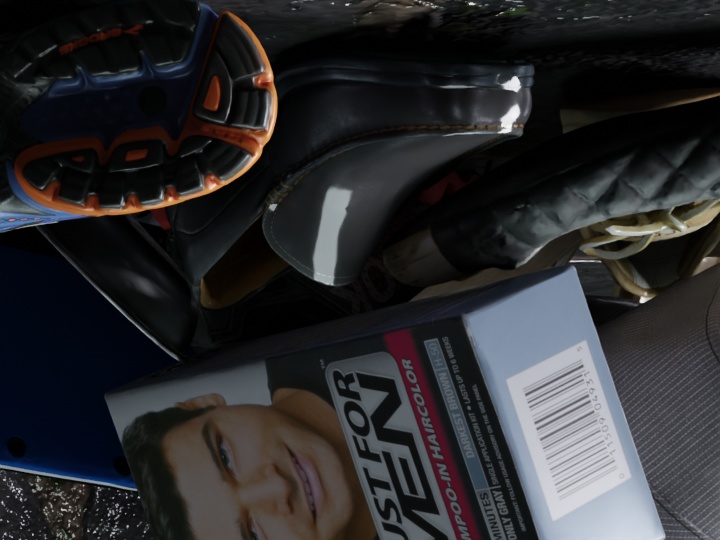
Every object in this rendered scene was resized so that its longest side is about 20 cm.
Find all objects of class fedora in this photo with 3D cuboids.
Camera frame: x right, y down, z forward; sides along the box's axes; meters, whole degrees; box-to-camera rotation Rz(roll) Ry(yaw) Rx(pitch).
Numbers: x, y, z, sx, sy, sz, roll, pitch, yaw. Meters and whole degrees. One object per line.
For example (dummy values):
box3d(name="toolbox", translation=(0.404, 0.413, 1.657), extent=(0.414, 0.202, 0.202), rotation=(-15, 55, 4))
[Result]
box3d(name="fedora", translation=(0.144, 0.057, 1.026), extent=(0.200, 0.177, 0.090), rotation=(5, 136, -49))

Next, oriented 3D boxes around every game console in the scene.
box3d(name="game console", translation=(-0.143, 0.031, 1.123), extent=(0.199, 0.119, 0.171), rotation=(14, 167, -30))

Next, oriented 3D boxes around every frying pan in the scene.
box3d(name="frying pan", translation=(-0.120, -0.034, 0.984), extent=(0.190, 0.031, 0.115), rotation=(46, 180, -34))

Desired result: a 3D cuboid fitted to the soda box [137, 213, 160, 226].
box3d(name="soda box", translation=(-0.005, 0.003, 1.320), extent=(0.199, 0.064, 0.068), rotation=(-2, 175, -14))

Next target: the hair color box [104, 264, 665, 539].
box3d(name="hair color box", translation=(0.003, 0.067, 0.971), extent=(0.061, 0.099, 0.200), rotation=(-23, -175, -41))

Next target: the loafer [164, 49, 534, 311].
box3d(name="loafer", translation=(-0.004, -0.031, 0.920), extent=(0.073, 0.073, 0.200), rotation=(1, 173, -27))

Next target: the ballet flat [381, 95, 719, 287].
box3d(name="ballet flat", translation=(0.101, -0.025, 0.909), extent=(0.199, 0.057, 0.066), rotation=(-16, -169, 17))

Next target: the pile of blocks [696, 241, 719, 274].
box3d(name="pile of blocks", translation=(0.206, 0.034, 1.156), extent=(0.199, 0.062, 0.082), rotation=(20, -160, 21))

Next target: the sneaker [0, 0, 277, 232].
box3d(name="sneaker", translation=(-0.118, -0.037, 0.821), extent=(0.199, 0.076, 0.078), rotation=(-2, 178, 9))

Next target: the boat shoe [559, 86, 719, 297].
box3d(name="boat shoe", translation=(0.114, -0.029, 1.035), extent=(0.073, 0.063, 0.200), rotation=(-3, 174, 9))

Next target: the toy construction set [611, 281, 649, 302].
box3d(name="toy construction set", translation=(0.075, 0.021, 1.262), extent=(0.199, 0.131, 0.092), rotation=(-2, 147, -24))

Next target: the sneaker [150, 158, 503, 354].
box3d(name="sneaker", translation=(0.000, 0.000, 1.120), extent=(0.200, 0.098, 0.071), rotation=(1, 172, -42))

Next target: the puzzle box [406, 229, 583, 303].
box3d(name="puzzle box", translation=(0.012, 0.070, 1.107), extent=(0.133, 0.025, 0.200), rotation=(-37, 161, -46))
